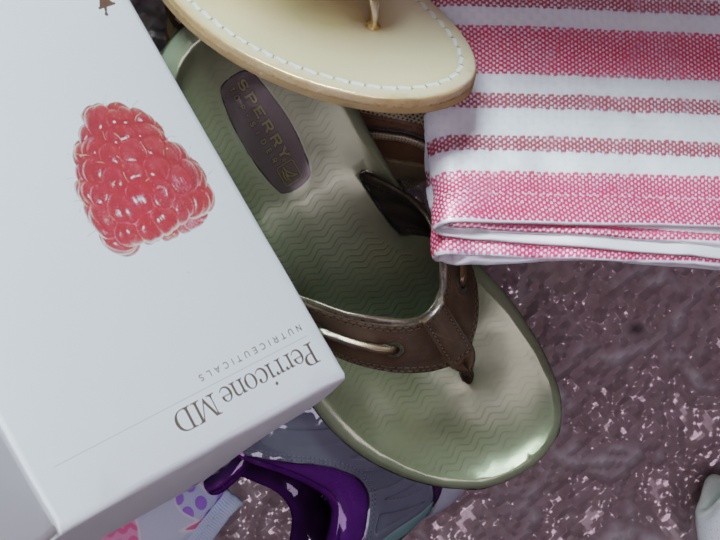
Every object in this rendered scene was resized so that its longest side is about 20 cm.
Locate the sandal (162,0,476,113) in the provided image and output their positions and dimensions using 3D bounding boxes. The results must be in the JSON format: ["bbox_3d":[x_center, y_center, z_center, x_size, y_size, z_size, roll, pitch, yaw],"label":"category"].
[{"bbox_3d":[-0.043,-0.132,0.712,0.077,0.211,0.070,-26,141,-35],"label":"sandal"}]

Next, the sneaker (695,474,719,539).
[{"bbox_3d":[0.219,0.075,0.821,0.199,0.070,0.081,-31,99,6],"label":"sneaker"}]

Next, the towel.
[{"bbox_3d":[0.090,-0.093,0.750,0.145,0.030,0.201,3,67,-9],"label":"towel"}]

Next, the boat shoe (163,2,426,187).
[{"bbox_3d":[0.022,-0.070,0.790,0.199,0.076,0.074,21,133,-3],"label":"boat shoe"}]

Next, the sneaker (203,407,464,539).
[{"bbox_3d":[-0.040,0.026,0.787,0.088,0.074,0.200,-43,102,-28],"label":"sneaker"}]

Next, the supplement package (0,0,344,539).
[{"bbox_3d":[-0.120,-0.009,0.710,0.121,0.120,0.201,-27,84,-37],"label":"supplement package"}]

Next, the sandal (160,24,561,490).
[{"bbox_3d":[-0.001,0.000,0.738,0.080,0.057,0.201,-40,110,-7],"label":"sandal"}]

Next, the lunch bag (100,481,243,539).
[{"bbox_3d":[-0.168,0.095,0.792,0.200,0.127,0.170,-42,101,-4],"label":"lunch bag"}]
